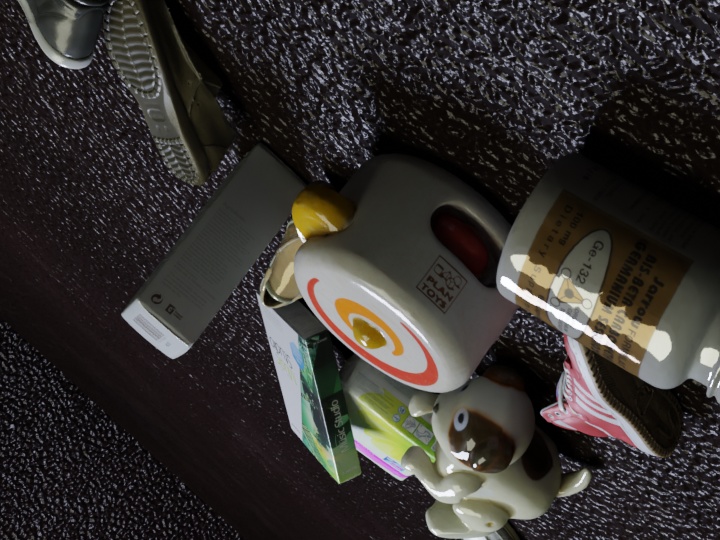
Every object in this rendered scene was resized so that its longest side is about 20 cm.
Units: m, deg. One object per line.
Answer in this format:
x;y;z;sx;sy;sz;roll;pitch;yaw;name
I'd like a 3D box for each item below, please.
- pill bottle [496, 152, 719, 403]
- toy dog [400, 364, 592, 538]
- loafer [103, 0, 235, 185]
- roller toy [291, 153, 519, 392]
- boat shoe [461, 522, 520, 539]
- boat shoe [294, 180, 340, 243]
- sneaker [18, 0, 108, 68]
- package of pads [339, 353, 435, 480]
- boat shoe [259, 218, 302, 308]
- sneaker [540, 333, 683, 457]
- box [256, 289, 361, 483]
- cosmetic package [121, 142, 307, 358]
0.202;0.014;0.939;0.198;0.115;0.115;31;159;19;pill bottle
0.132;0.185;1.404;0.191;0.141;0.201;14;152;22;toy dog
-0.172;-0.177;1.254;0.075;0.067;0.202;16;135;40;loafer
0.039;0.007;1.167;0.181;0.140;0.201;26;156;29;roller toy
0.171;0.371;1.828;0.200;0.069;0.074;46;158;-20;boat shoe
0.000;0.000;1.324;0.064;0.072;0.201;26;152;45;boat shoe
-0.276;-0.285;1.210;0.201;0.070;0.099;55;130;17;sneaker
0.028;0.173;1.653;0.154;0.069;0.200;37;159;-1;package of pads
-0.065;0.001;1.427;0.071;0.076;0.200;37;160;1;boat shoe
0.191;0.086;1.176;0.112;0.072;0.201;13;150;44;sneaker
-0.060;0.130;1.603;0.144;0.036;0.202;39;148;56;box
-0.141;-0.018;1.336;0.074;0.201;0.102;40;161;-9;cosmetic package
